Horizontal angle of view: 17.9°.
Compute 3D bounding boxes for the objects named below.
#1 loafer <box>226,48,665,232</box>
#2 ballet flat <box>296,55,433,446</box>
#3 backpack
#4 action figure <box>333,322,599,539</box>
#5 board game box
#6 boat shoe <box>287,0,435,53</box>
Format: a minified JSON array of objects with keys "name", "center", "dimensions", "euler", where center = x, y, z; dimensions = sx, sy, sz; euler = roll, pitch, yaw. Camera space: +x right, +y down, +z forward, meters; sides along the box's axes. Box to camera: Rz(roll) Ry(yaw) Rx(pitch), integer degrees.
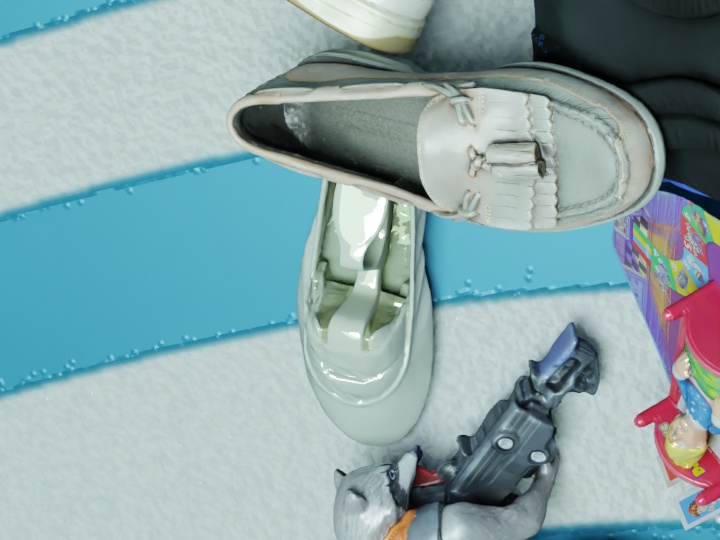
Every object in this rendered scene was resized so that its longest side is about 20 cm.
[{"name":"loafer","center":[0.029,-0.050,0.937],"dimensions":[0.200,0.063,0.072],"euler":[13,113,42]},{"name":"ballet flat","center":[0.000,0.000,1.063],"dimensions":[0.069,0.069,0.200],"euler":[10,113,12]},{"name":"backpack","center":[0.173,-0.108,0.920],"dimensions":[0.200,0.168,0.163],"euler":[14,119,48]},{"name":"action figure","center":[0.078,0.133,1.075],"dimensions":[0.193,0.105,0.200],"euler":[23,119,-5]},{"name":"board game box","center":[0.155,0.063,0.997],"dimensions":[0.039,0.158,0.200],"euler":[-29,106,-15]},{"name":"boat shoe","center":[-0.048,-0.172,1.011],"dimensions":[0.200,0.074,0.069],"euler":[31,104,1]}]
